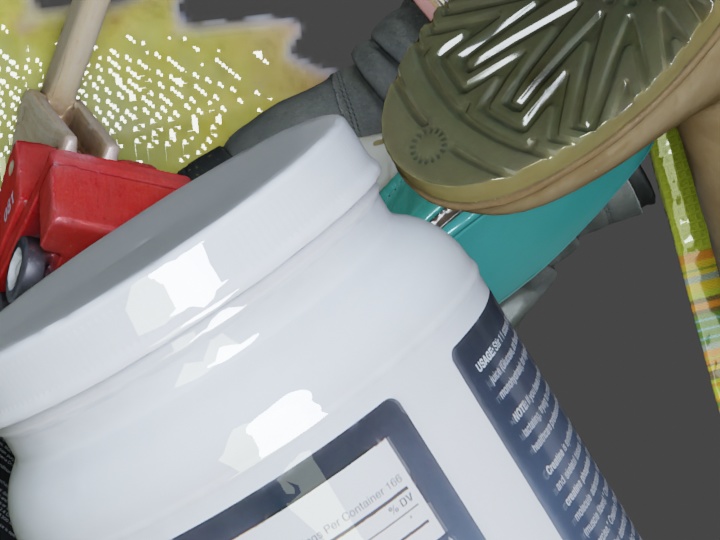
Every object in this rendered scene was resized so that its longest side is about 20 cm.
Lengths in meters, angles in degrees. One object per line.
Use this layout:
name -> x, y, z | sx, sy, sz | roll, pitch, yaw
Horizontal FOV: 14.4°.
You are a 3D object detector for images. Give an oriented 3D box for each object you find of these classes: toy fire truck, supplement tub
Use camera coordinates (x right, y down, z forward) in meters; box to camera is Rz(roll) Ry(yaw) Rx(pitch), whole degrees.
toy fire truck -> -0.091, -0.028, 0.883 | 0.048, 0.142, 0.200 | 12, 134, -20
supplement tub -> -0.004, 0.075, 0.753 | 0.140, 0.140, 0.201 | -32, 99, 0

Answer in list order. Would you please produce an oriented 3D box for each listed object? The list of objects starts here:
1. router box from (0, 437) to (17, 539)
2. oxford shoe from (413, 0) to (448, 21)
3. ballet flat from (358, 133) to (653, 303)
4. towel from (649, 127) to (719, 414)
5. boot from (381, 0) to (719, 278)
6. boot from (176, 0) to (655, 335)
router box -> -0.127, 0.106, 0.869 | 0.200, 0.157, 0.052 | 39, 53, -6
oxford shoe -> 0.041, -0.137, 0.874 | 0.071, 0.074, 0.201 | -28, 89, -36
ballet flat -> 0.000, 0.000, 0.855 | 0.200, 0.067, 0.070 | -45, 65, -6
towel -> 0.138, -0.041, 0.936 | 0.086, 0.018, 0.201 | -17, 96, -2
boot -> 0.105, -0.028, 0.825 | 0.175, 0.200, 0.066 | -39, 51, -10
boot -> 0.044, 0.008, 0.910 | 0.130, 0.068, 0.200 | -35, 91, 0
